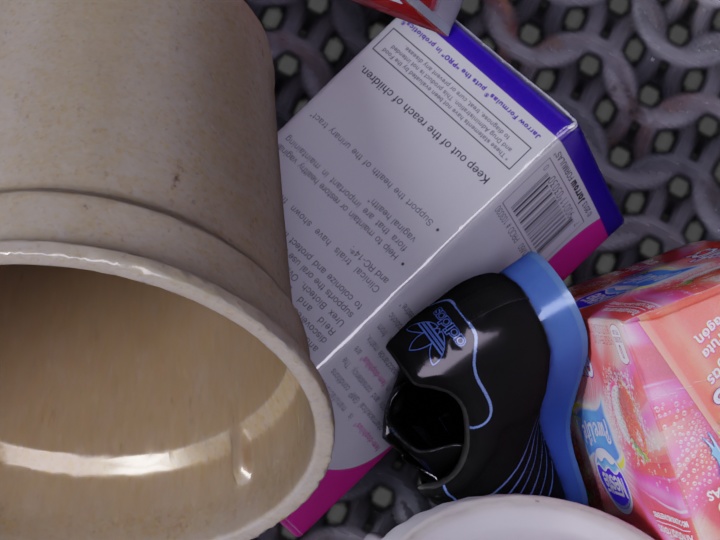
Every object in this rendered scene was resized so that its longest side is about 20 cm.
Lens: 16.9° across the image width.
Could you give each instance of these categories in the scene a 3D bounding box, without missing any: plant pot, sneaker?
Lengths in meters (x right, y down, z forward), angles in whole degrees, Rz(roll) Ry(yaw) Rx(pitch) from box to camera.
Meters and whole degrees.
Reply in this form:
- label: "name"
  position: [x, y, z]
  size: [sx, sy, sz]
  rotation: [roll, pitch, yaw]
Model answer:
- label: "plant pot"
  position: [-0.103, -0.017, 0.922]
  size: [0.200, 0.201, 0.184]
  rotation: [9, 52, -7]
- label: "sneaker"
  position: [0.049, 0.075, 1.021]
  size: [0.078, 0.200, 0.070]
  rotation: [-25, 50, -16]

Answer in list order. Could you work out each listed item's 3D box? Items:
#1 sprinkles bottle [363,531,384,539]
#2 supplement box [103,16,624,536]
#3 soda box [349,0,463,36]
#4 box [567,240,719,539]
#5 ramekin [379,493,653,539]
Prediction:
- label: "sprinkles bottle"
  position: [-0.017, 0.216, 1.065]
  size: [0.068, 0.068, 0.200]
  rotation: [31, 87, -6]
- label: "supplement box"
  position: [0.000, 0.000, 1.030]
  size: [0.200, 0.101, 0.103]
  rotation: [-45, 61, -5]
- label: "soda box"
  position: [-0.044, -0.167, 1.015]
  size: [0.199, 0.063, 0.070]
  rotation: [22, 88, 23]
- label: "box"
  position: [0.141, 0.049, 1.015]
  size: [0.094, 0.200, 0.103]
  rotation: [-20, 94, -8]
- label: "ramekin"
  position: [0.064, 0.178, 0.944]
  size: [0.201, 0.094, 0.203]
  rotation: [9, 48, -10]
